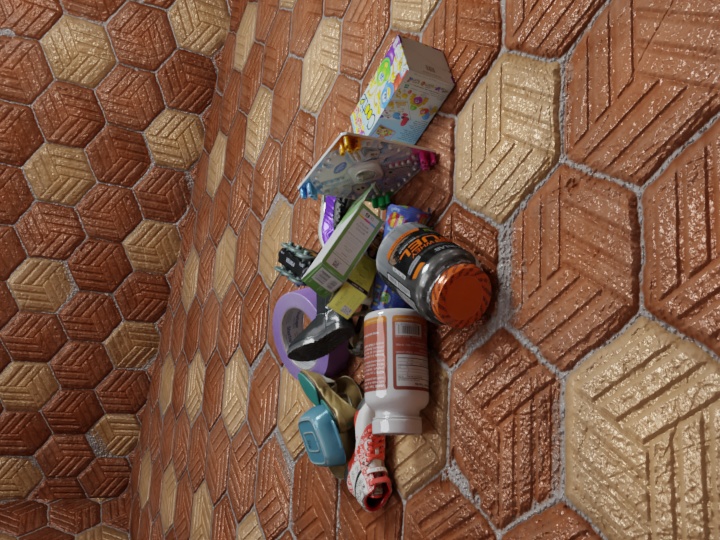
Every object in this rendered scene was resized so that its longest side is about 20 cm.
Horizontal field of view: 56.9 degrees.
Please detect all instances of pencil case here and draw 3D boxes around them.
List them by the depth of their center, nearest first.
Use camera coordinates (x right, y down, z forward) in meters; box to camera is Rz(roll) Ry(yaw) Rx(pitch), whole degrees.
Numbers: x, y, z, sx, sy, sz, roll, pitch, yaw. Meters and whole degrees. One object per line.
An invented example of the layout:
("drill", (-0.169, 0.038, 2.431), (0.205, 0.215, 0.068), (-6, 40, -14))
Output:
("pencil case", (0.072, -0.020, 1.199), (0.077, 0.087, 0.204), (14, 96, 26))

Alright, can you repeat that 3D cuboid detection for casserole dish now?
("casserole dish", (-0.082, 0.332, 1.311), (0.123, 0.038, 0.200), (69, 160, 8))

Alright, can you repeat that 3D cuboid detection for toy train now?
("toy train", (-0.124, -0.010, 1.539), (0.199, 0.112, 0.087), (29, 104, 60))

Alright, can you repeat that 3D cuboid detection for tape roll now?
("tape roll", (-0.109, 0.140, 1.441), (0.199, 0.065, 0.204), (18, 114, 46))

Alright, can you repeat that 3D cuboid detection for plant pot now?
("plant pot", (-0.027, 0.318, 1.350), (0.199, 0.027, 0.204), (-30, 55, 57))

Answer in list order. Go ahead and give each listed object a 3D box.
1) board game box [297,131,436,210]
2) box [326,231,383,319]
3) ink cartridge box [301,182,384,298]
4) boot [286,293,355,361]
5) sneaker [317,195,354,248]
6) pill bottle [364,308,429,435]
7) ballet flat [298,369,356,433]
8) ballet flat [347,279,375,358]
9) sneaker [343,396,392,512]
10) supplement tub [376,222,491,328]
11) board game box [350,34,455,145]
("board game box", (0.011, -0.175, 1.228), (0.200, 0.197, 0.026), (-40, 52, 52))
("box", (0.000, 0.000, 1.256), (0.076, 0.050, 0.201), (-52, 9, 35))
("ink cartridge box", (-0.020, -0.055, 1.206), (0.201, 0.059, 0.104), (-58, 10, -29))
("boot", (-0.080, 0.063, 1.320), (0.163, 0.065, 0.203), (-28, 50, 28))
("sneaker", (-0.043, -0.128, 1.464), (0.099, 0.069, 0.204), (-33, 54, 52))
("pill bottle", (0.061, 0.174, 1.127), (0.112, 0.111, 0.204), (-27, 59, 58))
("ballet flat", (-0.062, 0.257, 1.338), (0.200, 0.062, 0.070), (42, 144, 51))
("ballet flat", (0.016, 0.077, 1.289), (0.072, 0.071, 0.203), (41, 118, 59))
("sneaker", (0.028, 0.332, 1.198), (0.108, 0.066, 0.205), (41, 122, 58))
("supplement tub", (0.115, 0.007, 1.058), (0.200, 0.121, 0.124), (40, 117, 58))
("board game box", (0.074, -0.318, 1.252), (0.201, 0.103, 0.104), (-53, 38, 42))
